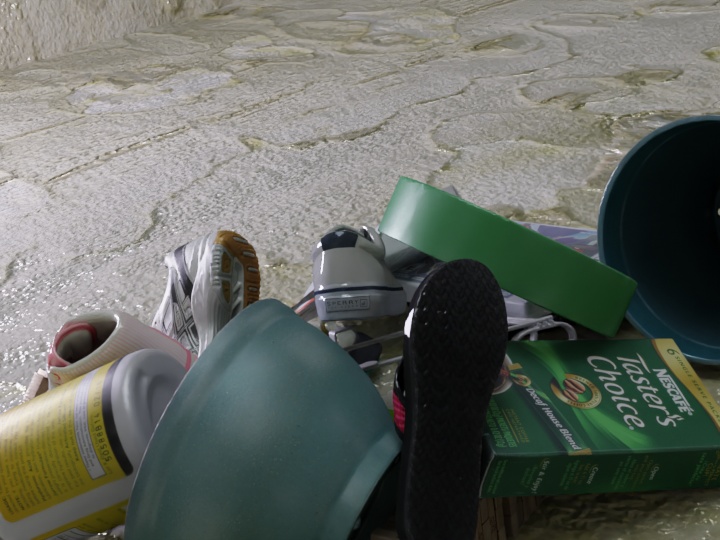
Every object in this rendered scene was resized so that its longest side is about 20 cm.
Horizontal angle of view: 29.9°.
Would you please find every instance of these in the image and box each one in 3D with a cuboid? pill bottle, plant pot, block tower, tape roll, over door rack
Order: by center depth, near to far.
[{"bbox_3d":[-0.046,0.138,0.901,0.133,0.202,0.200,26,33,16],"label":"plant pot"},{"bbox_3d":[0.082,0.160,0.942,0.053,0.059,0.200,4,24,33],"label":"block tower"},{"bbox_3d":[-0.214,0.143,0.995,0.198,0.112,0.111,-24,16,21],"label":"pill bottle"},{"bbox_3d":[0.111,-0.011,1.031,0.199,0.049,0.200,25,3,-1],"label":"tape roll"},{"bbox_3d":[0.049,0.069,1.059,0.197,0.068,0.148,-2,0,-20],"label":"over door rack"},{"bbox_3d":[0.331,-0.038,1.157,0.198,0.203,0.187,5,12,34],"label":"plant pot"}]

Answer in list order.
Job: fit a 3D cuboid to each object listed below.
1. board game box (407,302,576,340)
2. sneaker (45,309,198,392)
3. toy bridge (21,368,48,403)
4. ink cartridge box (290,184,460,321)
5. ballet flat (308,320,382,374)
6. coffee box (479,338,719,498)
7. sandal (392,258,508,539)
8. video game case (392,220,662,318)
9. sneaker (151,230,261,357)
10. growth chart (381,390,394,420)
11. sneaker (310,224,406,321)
[{"bbox_3d":[0.152,0.020,1.288,0.197,0.035,0.136,-14,21,-8],"label":"board game box"},{"bbox_3d":[-0.232,0.095,1.080,0.199,0.105,0.076,-29,40,25],"label":"sneaker"},{"bbox_3d":[-0.224,0.114,1.162,0.199,0.068,0.027,19,-8,44],"label":"toy bridge"},{"bbox_3d":[-0.011,-0.003,1.275,0.198,0.058,0.162,-17,-14,-37],"label":"ink cartridge box"},{"bbox_3d":[-0.037,0.084,1.164,0.072,0.074,0.200,1,23,25],"label":"ballet flat"},{"bbox_3d":[0.157,0.100,0.952,0.197,0.044,0.123,2,36,-19],"label":"coffee box"},{"bbox_3d":[0.049,0.087,0.872,0.074,0.202,0.045,17,-20,-23],"label":"sandal"},{"bbox_3d":[0.146,-0.004,1.247,0.181,0.023,0.199,-23,19,-34],"label":"video game case"},{"bbox_3d":[-0.135,0.069,1.139,0.087,0.203,0.075,-10,-24,34],"label":"sneaker"},{"bbox_3d":[0.075,0.117,1.103,0.197,0.018,0.145,-12,20,2],"label":"growth chart"},{"bbox_3d":[0.000,0.000,1.041,0.072,0.072,0.200,-1,0,0],"label":"sneaker"}]
